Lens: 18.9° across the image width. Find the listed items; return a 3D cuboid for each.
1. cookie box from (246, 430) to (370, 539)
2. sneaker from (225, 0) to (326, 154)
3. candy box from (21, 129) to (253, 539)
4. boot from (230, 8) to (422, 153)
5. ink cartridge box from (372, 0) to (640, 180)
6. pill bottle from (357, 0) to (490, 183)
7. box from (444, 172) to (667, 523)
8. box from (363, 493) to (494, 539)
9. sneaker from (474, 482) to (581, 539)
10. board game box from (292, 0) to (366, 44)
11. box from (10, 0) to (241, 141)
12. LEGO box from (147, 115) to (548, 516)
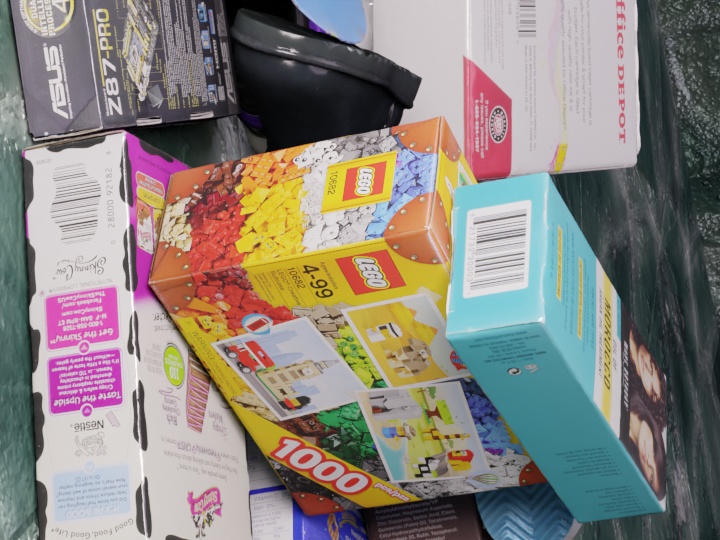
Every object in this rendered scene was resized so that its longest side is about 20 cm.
[{"bbox_3d":[-0.033,0.165,1.250,0.171,0.075,0.202,50,35,-58],"label":"cookie box"},{"bbox_3d":[-0.049,-0.177,1.313,0.100,0.069,0.202,56,30,-51],"label":"sneaker"},{"bbox_3d":[-0.110,0.046,1.082,0.136,0.060,0.202,30,53,-67],"label":"candy box"},{"bbox_3d":[-0.037,-0.046,1.194,0.169,0.076,0.200,-70,162,3],"label":"boot"},{"bbox_3d":[0.099,-0.136,1.442,0.199,0.085,0.149,-6,96,-52],"label":"ink cartridge box"},{"bbox_3d":[0.020,-0.141,1.503,0.116,0.115,0.201,-67,145,-60],"label":"pill bottle"},{"bbox_3d":[0.099,0.043,1.051,0.200,0.049,0.083,53,35,-51],"label":"box"},{"bbox_3d":[0.047,0.132,1.278,0.100,0.074,0.202,-4,82,-73],"label":"box"},{"bbox_3d":[0.091,0.061,1.239,0.081,0.076,0.202,36,51,-74],"label":"sneaker"},{"bbox_3d":[-0.071,-0.192,1.131,0.200,0.039,0.158,53,17,-12],"label":"board game box"},{"bbox_3d":[-0.127,-0.172,1.124,0.161,0.049,0.202,-20,102,-68],"label":"box"},{"bbox_3d":[0.005,0.029,1.091,0.201,0.148,0.078,59,28,-43],"label":"LEGO box"}]
